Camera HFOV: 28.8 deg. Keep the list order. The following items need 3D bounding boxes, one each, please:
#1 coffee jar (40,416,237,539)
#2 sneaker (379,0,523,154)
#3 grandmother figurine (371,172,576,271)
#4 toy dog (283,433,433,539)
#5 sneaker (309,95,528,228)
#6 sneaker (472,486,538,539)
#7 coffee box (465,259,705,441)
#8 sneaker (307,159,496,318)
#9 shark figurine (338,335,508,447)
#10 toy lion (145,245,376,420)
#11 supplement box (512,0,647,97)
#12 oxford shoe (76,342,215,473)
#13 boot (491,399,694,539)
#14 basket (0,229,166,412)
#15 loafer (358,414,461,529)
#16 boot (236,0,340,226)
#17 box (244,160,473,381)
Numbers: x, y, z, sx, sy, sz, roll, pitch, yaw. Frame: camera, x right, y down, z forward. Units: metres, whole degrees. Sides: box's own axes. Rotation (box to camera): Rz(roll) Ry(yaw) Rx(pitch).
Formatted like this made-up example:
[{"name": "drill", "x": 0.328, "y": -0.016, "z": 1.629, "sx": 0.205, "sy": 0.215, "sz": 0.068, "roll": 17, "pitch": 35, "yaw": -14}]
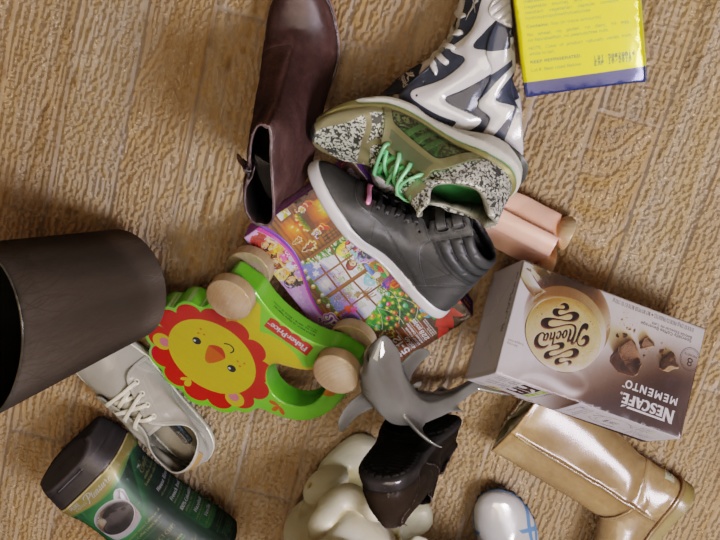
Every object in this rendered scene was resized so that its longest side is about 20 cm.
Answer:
[{"name": "coffee jar", "x": -0.234, "y": 0.248, "z": 1.478, "sx": 0.200, "sy": 0.085, "sz": 0.104, "roll": 42, "pitch": 112, "yaw": -13}, {"name": "sneaker", "x": 0.077, "y": -0.195, "z": 1.278, "sx": 0.129, "sy": 0.080, "sz": 0.200, "roll": -6, "pitch": 112, "yaw": 7}, {"name": "grandmother figurine", "x": 0.105, "y": -0.066, "z": 1.341, "sx": 0.199, "sy": 0.061, "sz": 0.122, "roll": 23, "pitch": 103, "yaw": -8}, {"name": "toy dog", "x": -0.026, "y": 0.286, "z": 1.415, "sx": 0.193, "sy": 0.200, "sz": 0.140, "roll": -24, "pitch": 108, "yaw": 13}, {"name": "sneaker", "x": 0.048, "y": -0.091, "z": 1.245, "sx": 0.199, "sy": 0.089, "sz": 0.077, "roll": 15, "pitch": 136, "yaw": 2}, {"name": "sneaker", "x": 0.156, "y": 0.324, "z": 1.487, "sx": 0.071, "sy": 0.073, "sz": 0.201, "roll": -4, "pitch": 110, "yaw": 8}, {"name": "coffee box", "x": 0.215, "y": 0.080, "z": 1.338, "sx": 0.199, "sy": 0.080, "sz": 0.114, "roll": 21, "pitch": 75, "yaw": -13}, {"name": "sneaker", "x": 0.046, "y": -0.051, "z": 1.297, "sx": 0.099, "sy": 0.071, "sz": 0.200, "roll": -37, "pitch": 111, "yaw": 26}, {"name": "shark figurine", "x": 0.069, "y": 0.133, "z": 1.359, "sx": 0.214, "sy": 0.090, "sz": 0.128, "roll": 9, "pitch": 120, "yaw": -47}, {"name": "toy lion", "x": -0.111, "y": 0.082, "z": 1.397, "sx": 0.200, "sy": 0.069, "sz": 0.192, "roll": 35, "pitch": 130, "yaw": -5}, {"name": "supplement box", "x": 0.184, "y": -0.267, "z": 1.224, "sx": 0.108, "sy": 0.110, "sz": 0.201, "roll": -6, "pitch": 112, "yaw": 7}, {"name": "oxford shoe", "x": -0.229, "y": 0.133, "z": 1.448, "sx": 0.075, "sy": 0.058, "sz": 0.200, "roll": -39, "pitch": 102, "yaw": 21}, {"name": "boot", "x": 0.218, "y": 0.228, "z": 1.450, "sx": 0.200, "sy": 0.066, "sz": 0.176, "roll": 34, "pitch": 98, "yaw": -10}, {"name": "basket", "x": -0.291, "y": 0.037, "z": 1.321, "sx": 0.136, "sy": 0.200, "sz": 0.181, "roll": 38, "pitch": 121, "yaw": 22}, {"name": "loafer", "x": 0.046, "y": 0.192, "z": 1.375, "sx": 0.073, "sy": 0.200, "sz": 0.072, "roll": 6, "pitch": 106, "yaw": 22}, {"name": "boot", "x": -0.065, "y": -0.155, "z": 1.257, "sx": 0.072, "sy": 0.167, "sz": 0.201, "roll": 7, "pitch": 113, "yaw": 4}, {"name": "box", "x": 0.000, "y": 0.000, "z": 1.384, "sx": 0.137, "sy": 0.039, "sz": 0.200, "roll": -34, "pitch": 106, "yaw": 17}]
